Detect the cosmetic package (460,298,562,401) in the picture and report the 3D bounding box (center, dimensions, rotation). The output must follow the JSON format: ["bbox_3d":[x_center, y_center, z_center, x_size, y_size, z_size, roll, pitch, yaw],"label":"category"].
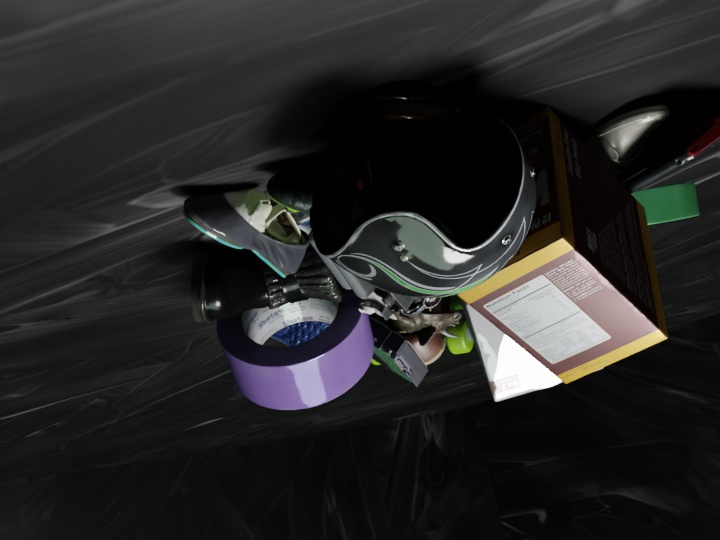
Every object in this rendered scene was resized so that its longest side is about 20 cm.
[{"bbox_3d":[0.233,0.053,1.599,0.164,0.166,0.200,-18,-158,3],"label":"cosmetic package"}]

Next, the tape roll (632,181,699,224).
[{"bbox_3d":[0.359,-0.082,1.523,0.199,0.049,0.200,-9,-179,0],"label":"tape roll"}]

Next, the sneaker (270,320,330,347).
[{"bbox_3d":[-0.096,0.079,1.627,0.199,0.071,0.078,19,-164,21],"label":"sneaker"}]

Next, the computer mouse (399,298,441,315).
[{"bbox_3d":[0.053,-0.029,1.418,0.138,0.053,0.200,-36,134,22],"label":"computer mouse"}]

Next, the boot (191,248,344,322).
[{"bbox_3d":[-0.112,0.014,1.382,0.157,0.080,0.211,-4,-175,13],"label":"boot"}]

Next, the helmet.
[{"bbox_3d":[0.067,-0.066,1.072,0.190,0.201,0.200,11,156,-24],"label":"helmet"}]

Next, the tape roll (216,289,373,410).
[{"bbox_3d":[-0.086,0.084,1.482,0.199,0.201,0.085,-15,130,0],"label":"tape roll"}]

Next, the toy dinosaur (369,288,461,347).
[{"bbox_3d":[0.042,0.055,1.596,0.199,0.077,0.103,15,143,19],"label":"toy dinosaur"}]

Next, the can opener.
[{"bbox_3d":[0.000,0.000,1.358,0.052,0.067,0.200,27,167,37],"label":"can opener"}]

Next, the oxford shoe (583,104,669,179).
[{"bbox_3d":[0.302,-0.139,1.325,0.075,0.058,0.200,-6,162,-27],"label":"oxford shoe"}]

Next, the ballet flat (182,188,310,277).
[{"bbox_3d":[-0.116,-0.053,1.219,0.073,0.074,0.200,-20,153,22],"label":"ballet flat"}]

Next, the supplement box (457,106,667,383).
[{"bbox_3d":[0.213,-0.026,1.209,0.132,0.198,0.200,-29,129,31],"label":"supplement box"}]

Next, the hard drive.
[{"bbox_3d":[-0.001,0.088,1.630,0.038,0.199,0.140,-54,152,-9],"label":"hard drive"}]

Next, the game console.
[{"bbox_3d":[0.368,-0.132,1.338,0.177,0.031,0.200,-38,-178,-37],"label":"game console"}]

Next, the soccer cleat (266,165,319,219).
[{"bbox_3d":[-0.002,-0.098,1.178,0.199,0.068,0.081,1,132,-24],"label":"soccer cleat"}]

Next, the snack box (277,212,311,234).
[{"bbox_3d":[-0.032,-0.072,1.307,0.199,0.024,0.072,-22,164,28],"label":"snack box"}]

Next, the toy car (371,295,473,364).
[{"bbox_3d":[0.067,0.039,1.701,0.163,0.159,0.200,-10,143,21],"label":"toy car"}]
